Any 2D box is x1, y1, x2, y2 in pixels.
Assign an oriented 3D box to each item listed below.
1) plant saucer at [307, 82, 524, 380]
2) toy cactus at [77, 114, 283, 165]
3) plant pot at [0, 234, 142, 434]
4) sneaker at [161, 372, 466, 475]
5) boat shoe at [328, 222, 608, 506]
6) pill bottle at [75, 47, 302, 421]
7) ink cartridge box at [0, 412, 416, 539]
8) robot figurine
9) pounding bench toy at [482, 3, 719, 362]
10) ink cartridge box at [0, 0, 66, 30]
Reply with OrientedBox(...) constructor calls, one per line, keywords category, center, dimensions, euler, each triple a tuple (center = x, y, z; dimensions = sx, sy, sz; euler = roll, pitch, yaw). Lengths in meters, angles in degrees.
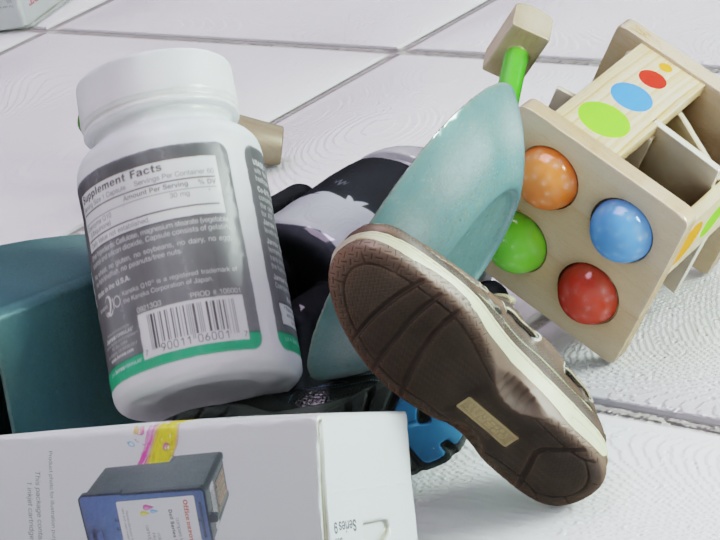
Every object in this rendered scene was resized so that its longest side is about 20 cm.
OrientedBox(category="plant saucer", center=(0.044, -0.012, 1.394), dimensions=(0.039, 0.201, 0.201), euler=(34, 41, 14))
OrientedBox(category="toy cactus", center=(-0.145, -0.098, 1.969), dimensions=(0.165, 0.102, 0.200), euler=(6, 20, -1))
OrientedBox(category="plant pot", center=(-0.184, 0.054, 1.538), dimensions=(0.141, 0.142, 0.200), euler=(8, 24, 43))
OrientedBox(category="sneaker", center=(-0.034, 0.103, 1.428), dimensions=(0.200, 0.073, 0.082), euler=(-10, 2, 3))
OrientedBox(category="boat shoe", center=(0.058, 0.041, 1.329), dimensions=(0.075, 0.202, 0.075), euler=(-27, 29, 28))
OrientedBox(category="pill bottle", center=(-0.105, -0.021, 1.445), dimensions=(0.113, 0.200, 0.113), euler=(-10, -16, -3))
OrientedBox(category="ink cartridge box", center=(-0.086, 0.121, 1.282), dimensions=(0.200, 0.088, 0.145), euler=(-4, -3, 19))
OrientedBox(category="robot figurine", center=(0.001, 0.002, 1.562), dimensions=(0.200, 0.150, 0.125), euler=(-36, 3, -42))
OrientedBox(category="pounding bench toy", center=(0.127, -0.068, 1.524), dimensions=(0.200, 0.124, 0.156), euler=(37, 43, 15))
OrientedBox(category="ink cartridge box", center=(-0.375, -0.365, 2.584), dimensions=(0.087, 0.200, 0.145), euler=(-6, 24, 28))
